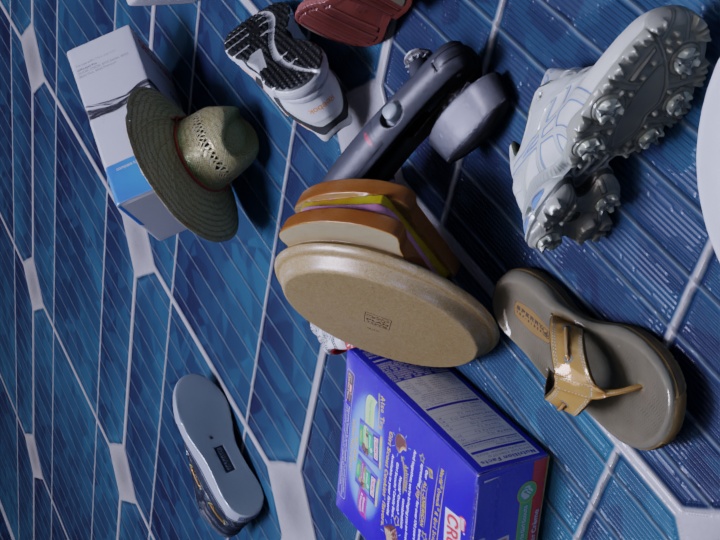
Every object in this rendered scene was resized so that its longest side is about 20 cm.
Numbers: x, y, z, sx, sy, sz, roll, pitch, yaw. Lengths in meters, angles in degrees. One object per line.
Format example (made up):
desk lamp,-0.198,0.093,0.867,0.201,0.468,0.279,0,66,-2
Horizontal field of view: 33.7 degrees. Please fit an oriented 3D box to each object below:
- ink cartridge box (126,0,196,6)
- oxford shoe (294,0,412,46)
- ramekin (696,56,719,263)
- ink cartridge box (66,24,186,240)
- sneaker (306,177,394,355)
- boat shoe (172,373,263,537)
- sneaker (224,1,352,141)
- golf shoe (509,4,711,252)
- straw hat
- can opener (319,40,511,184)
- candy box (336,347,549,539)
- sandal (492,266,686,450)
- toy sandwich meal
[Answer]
ink cartridge box,-0.189,-0.371,1.223,0.200,0.084,0.146,-13,88,62
oxford shoe,0.004,-0.234,0.965,0.200,0.070,0.075,-5,65,67
ramekin,0.245,-0.047,0.532,0.200,0.097,0.201,32,128,53
ink cartridge box,-0.246,-0.154,1.355,0.145,0.084,0.201,54,-166,-73
sneaker,0.001,0.000,1.048,0.108,0.067,0.201,59,145,14
boat shoe,-0.191,0.233,1.483,0.201,0.071,0.091,64,145,21
sneaker,-0.066,-0.180,1.088,0.080,0.074,0.200,53,-176,-37
golf shoe,0.138,-0.102,0.739,0.098,0.078,0.200,68,150,29
straw hat,-0.153,-0.129,1.244,0.085,0.201,0.202,-30,69,18
can opener,0.025,-0.099,0.907,0.200,0.063,0.079,-38,58,34
candy box,0.061,0.176,0.988,0.200,0.077,0.170,42,135,50
sandal,0.142,0.061,0.813,0.200,0.054,0.081,40,135,49
toy sandwich meal,0.021,0.006,0.931,0.205,0.205,0.071,-26,40,62
